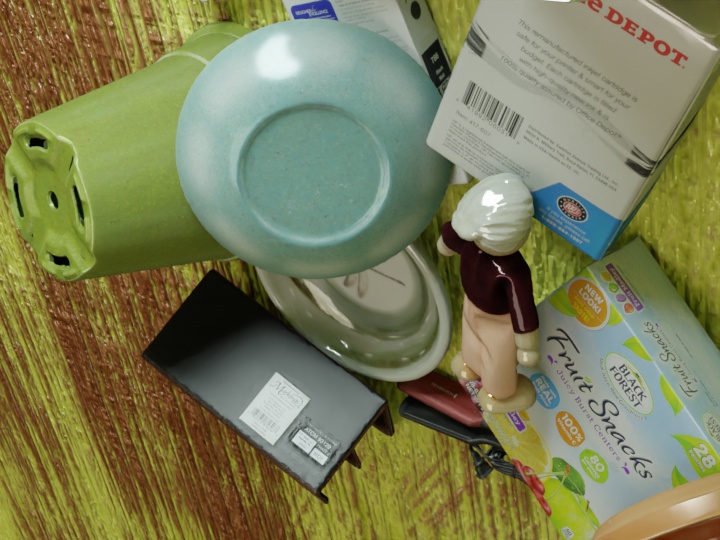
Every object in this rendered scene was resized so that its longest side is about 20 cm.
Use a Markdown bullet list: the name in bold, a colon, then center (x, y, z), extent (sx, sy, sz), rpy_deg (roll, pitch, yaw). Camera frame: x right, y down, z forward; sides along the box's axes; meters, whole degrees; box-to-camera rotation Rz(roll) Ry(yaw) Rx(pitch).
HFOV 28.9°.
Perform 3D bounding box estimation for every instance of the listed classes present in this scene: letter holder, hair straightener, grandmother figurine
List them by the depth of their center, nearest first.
- **grandmother figurine**: center (0.091, 0.010, 0.960), extent (0.121, 0.060, 0.201), rpy_deg (42, 153, 30)
- **hair straightener**: center (0.121, 0.148, 1.206), extent (0.199, 0.041, 0.077), rpy_deg (20, 137, 22)
- **letter holder**: center (-0.078, 0.113, 1.261), extent (0.199, 0.101, 0.142), rpy_deg (36, 169, 15)

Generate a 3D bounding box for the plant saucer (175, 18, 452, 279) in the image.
- **plant saucer**: center (-0.032, -0.074, 0.984), extent (0.199, 0.039, 0.202), rpy_deg (-1, 118, -2)

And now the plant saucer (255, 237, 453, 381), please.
- **plant saucer**: center (0.000, 0.000, 1.161), extent (0.199, 0.050, 0.201), rpy_deg (26, 140, 24)

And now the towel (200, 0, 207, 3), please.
- **towel**: center (-0.104, -0.299, 0.992), extent (0.190, 0.032, 0.201), rpy_deg (-11, 118, 47)

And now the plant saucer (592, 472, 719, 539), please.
- **plant saucer**: center (0.251, 0.174, 0.998), extent (0.200, 0.199, 0.033), rpy_deg (-48, 52, 53)

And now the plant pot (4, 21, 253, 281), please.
- **plant pot**: center (-0.162, -0.076, 1.079), extent (0.199, 0.189, 0.202), rpy_deg (22, 122, 41)

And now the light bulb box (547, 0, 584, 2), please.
- **light bulb box**: center (0.095, -0.238, 0.667), extent (0.124, 0.198, 0.202), rpy_deg (15, 108, 28)

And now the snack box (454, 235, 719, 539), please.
- **snack box**: center (0.180, 0.096, 1.041), extent (0.169, 0.067, 0.200), rpy_deg (56, 143, 10)

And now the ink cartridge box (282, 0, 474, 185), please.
- **ink cartridge box**: center (0.012, -0.151, 1.011), extent (0.099, 0.039, 0.201), rpy_deg (-1, 125, 38)

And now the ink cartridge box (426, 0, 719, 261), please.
- **ink cartridge box**: center (0.143, -0.127, 0.879), extent (0.146, 0.084, 0.201), rpy_deg (36, 142, 12)
